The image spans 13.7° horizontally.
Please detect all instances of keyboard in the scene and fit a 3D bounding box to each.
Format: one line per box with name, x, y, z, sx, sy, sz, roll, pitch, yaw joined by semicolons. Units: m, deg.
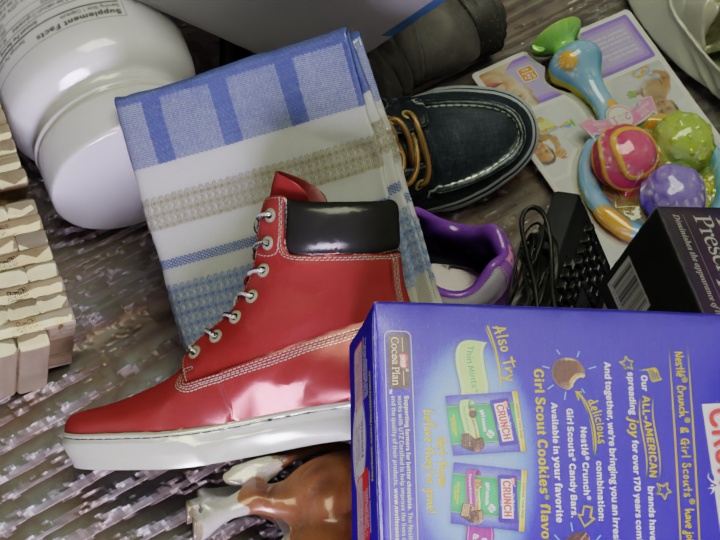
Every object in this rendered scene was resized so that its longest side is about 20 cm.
keyboard;0.106;0.046;1.628;0.040;0.104;0.200;-5;48;29

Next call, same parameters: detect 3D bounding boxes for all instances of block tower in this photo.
block tower;-0.209;-0.030;1.656;0.054;0.058;0.200;-13;65;-16

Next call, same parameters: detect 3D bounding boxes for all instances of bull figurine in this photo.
bull figurine;-0.026;0.179;1.536;0.121;0.065;0.200;1;55;-7

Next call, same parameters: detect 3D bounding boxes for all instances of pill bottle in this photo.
pill bottle;-0.161;-0.130;1.710;0.113;0.113;0.200;-13;58;-17

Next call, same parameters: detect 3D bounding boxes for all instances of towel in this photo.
towel;-0.038;-0.018;1.610;0.147;0.024;0.200;-17;94;11

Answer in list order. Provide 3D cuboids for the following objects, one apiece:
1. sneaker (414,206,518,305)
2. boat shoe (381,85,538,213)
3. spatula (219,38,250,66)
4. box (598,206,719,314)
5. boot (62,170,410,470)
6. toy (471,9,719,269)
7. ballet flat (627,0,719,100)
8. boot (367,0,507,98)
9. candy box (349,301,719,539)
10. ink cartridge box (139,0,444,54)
sneaker;0.000;0.000;1.656;0.200;0.089;0.081;4;55;-4
boat shoe;0.013;-0.063;1.690;0.200;0.091;0.071;-13;89;-12
spatula;-0.072;-0.174;1.810;0.056;0.021;0.200;19;54;-26
box;0.235;0.065;1.628;0.141;0.079;0.200;2;51;-30
boot;-0.069;0.027;1.577;0.200;0.072;0.145;-12;93;5
toy;0.166;-0.072;1.756;0.115;0.047;0.200;-23;60;-21
ballet flat;0.232;-0.131;1.797;0.069;0.069;0.200;-22;60;-22
boot;-0.017;-0.179;1.793;0.132;0.070;0.200;-30;64;-24
candy box;0.098;0.108;1.501;0.200;0.077;0.169;3;71;-10
ink cartridge box;-0.029;-0.243;1.688;0.146;0.147;0.200;22;58;-29
